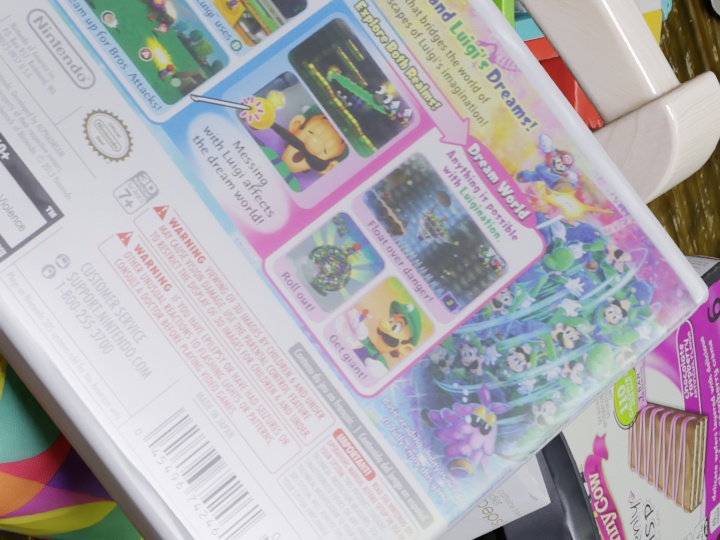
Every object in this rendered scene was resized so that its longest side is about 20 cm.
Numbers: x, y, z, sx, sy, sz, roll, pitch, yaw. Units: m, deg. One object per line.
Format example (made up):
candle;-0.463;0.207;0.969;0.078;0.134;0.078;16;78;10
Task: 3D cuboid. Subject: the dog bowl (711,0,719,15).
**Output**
dog bowl;0.260;-0.180;1.109;0.200;0.199;0.059;20;56;-55

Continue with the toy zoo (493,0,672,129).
toy zoo;0.088;-0.107;1.011;0.200;0.020;0.132;-18;110;-53

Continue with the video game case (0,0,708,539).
video game case;-0.021;-0.018;0.653;0.182;0.024;0.200;-38;91;-25

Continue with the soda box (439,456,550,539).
soda box;0.000;0.000;0.767;0.064;0.068;0.201;54;15;-45

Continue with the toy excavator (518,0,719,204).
toy excavator;0.012;-0.117;0.734;0.100;0.199;0.196;-28;117;-49

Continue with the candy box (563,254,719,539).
candy box;0.102;0.089;1.032;0.200;0.061;0.137;-34;123;-48

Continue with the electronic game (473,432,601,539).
electronic game;0.040;0.115;0.843;0.041;0.200;0.201;-9;105;-23

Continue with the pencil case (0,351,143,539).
pencil case;-0.091;0.044;0.721;0.200;0.088;0.089;26;74;-57
